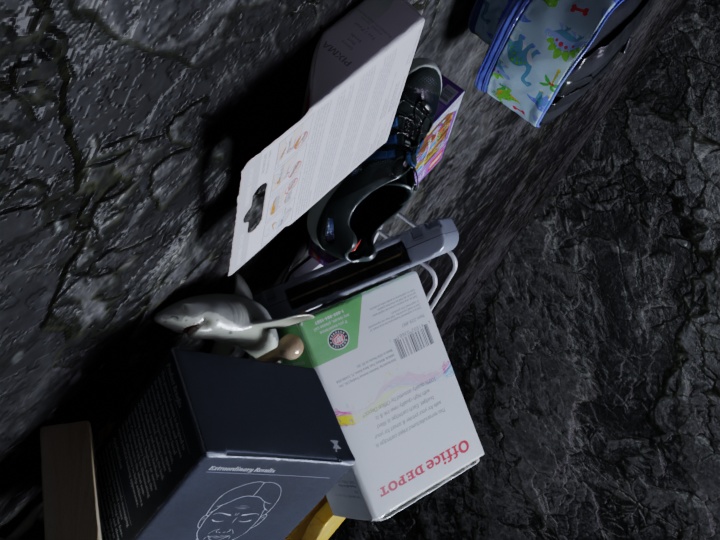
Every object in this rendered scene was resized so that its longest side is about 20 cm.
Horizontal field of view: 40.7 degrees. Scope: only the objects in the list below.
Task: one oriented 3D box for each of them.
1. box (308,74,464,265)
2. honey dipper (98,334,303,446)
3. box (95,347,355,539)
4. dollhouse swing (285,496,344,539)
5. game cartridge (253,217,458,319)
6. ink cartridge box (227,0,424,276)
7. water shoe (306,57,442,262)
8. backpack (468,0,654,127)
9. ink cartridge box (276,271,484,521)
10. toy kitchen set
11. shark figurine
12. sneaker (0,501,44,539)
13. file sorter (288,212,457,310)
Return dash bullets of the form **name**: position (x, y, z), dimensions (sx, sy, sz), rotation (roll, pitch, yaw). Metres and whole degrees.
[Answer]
- **box**: position (0.025, -0.102, 1.029), dimensions (0.200, 0.039, 0.137), rotation (-47, 168, -23)
- **honey dipper**: position (-0.137, 0.111, 0.854), dimensions (0.200, 0.038, 0.038), rotation (-28, 171, 7)
- **box**: position (-0.131, 0.175, 0.819), dimensions (0.148, 0.107, 0.200), rotation (14, 127, -40)
- **dollhouse swing**: position (-0.084, 0.175, 1.063), dimensions (0.182, 0.200, 0.176), rotation (-44, 160, -37)
- **game cartridge**: position (0.000, 0.000, 0.962), dimensions (0.200, 0.040, 0.133), rotation (-23, -178, 13)
- **ink cartridge box**: position (-0.041, -0.105, 0.748), dimensions (0.200, 0.050, 0.161), rotation (-42, 166, -27)
- **water shoe**: position (0.031, -0.096, 0.887), dimensions (0.071, 0.079, 0.200), rotation (27, 94, -47)
- **backpack**: position (0.192, -0.251, 0.948), dimensions (0.200, 0.147, 0.183), rotation (-50, 171, -27)
- **ink cartridge box**: position (0.015, 0.122, 0.946), dimensions (0.145, 0.200, 0.087), rotation (-23, -178, -32)
- **toy kitchen set**: position (-0.297, 0.244, 0.745), dimensions (0.200, 0.181, 0.163), rotation (-5, 148, -15)
- **shark figurine**: position (-0.110, 0.053, 0.896), dimensions (0.128, 0.090, 0.215), rotation (-16, 153, -7)
- **sneaker**: position (-0.263, 0.234, 0.881), dimensions (0.200, 0.075, 0.089), rotation (-32, 138, -68)
- **file sorter**: position (0.003, 0.035, 1.158), dimensions (0.200, 0.125, 0.139), rotation (-41, 164, -43)
